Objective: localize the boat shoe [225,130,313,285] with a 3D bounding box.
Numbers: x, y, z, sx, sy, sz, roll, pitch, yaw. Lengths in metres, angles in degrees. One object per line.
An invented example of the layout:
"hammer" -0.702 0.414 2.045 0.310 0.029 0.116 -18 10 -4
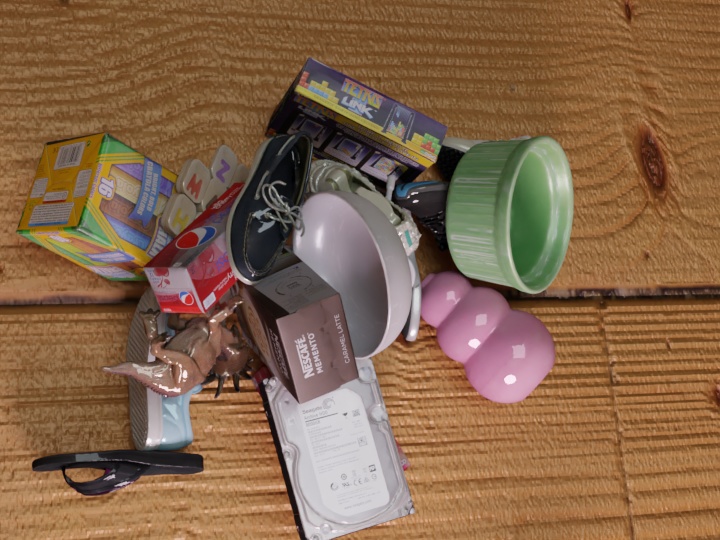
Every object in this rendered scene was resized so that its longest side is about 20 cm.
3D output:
"boat shoe" -0.098 -0.076 1.434 0.075 0.062 0.201 41 50 -31

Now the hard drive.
"hard drive" -0.028 0.208 1.461 0.139 0.038 0.201 -13 80 -19

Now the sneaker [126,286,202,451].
"sneaker" -0.235 0.121 1.508 0.082 0.074 0.201 8 76 -35

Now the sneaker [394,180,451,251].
"sneaker" 0.118 -0.068 1.634 0.200 0.073 0.082 14 80 -47

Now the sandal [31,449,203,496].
"sandal" -0.281 0.238 1.450 0.200 0.075 0.048 4 71 -18

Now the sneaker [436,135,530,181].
"sneaker" 0.196 -0.152 1.730 0.199 0.070 0.094 18 50 -9

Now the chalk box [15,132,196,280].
"chalk box" -0.283 -0.062 1.484 0.200 0.124 0.124 32 64 -44

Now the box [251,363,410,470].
"box" -0.039 0.185 1.534 0.099 0.095 0.200 -29 86 -22

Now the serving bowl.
"serving bowl" 0.000 0.000 1.456 0.066 0.200 0.201 -15 81 -32

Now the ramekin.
"ramekin" 0.191 -0.074 1.599 0.200 0.097 0.201 -15 108 -56

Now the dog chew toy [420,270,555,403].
"dog chew toy" 0.157 0.079 1.621 0.200 0.125 0.125 41 67 4

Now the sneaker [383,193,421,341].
"sneaker" 0.023 -0.002 1.625 0.099 0.071 0.201 -5 77 -12

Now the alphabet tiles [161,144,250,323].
"alphabet tiles" -0.169 -0.044 1.526 0.200 0.015 0.196 48 52 -46

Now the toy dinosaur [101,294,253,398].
"toy dinosaur" -0.196 0.105 1.449 0.200 0.086 0.136 -31 127 -35

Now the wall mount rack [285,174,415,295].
"wall mount rack" -0.023 -0.031 1.563 0.199 0.075 0.175 2 101 13

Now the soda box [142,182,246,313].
"soda box" -0.164 -0.030 1.456 0.200 0.070 0.064 -48 129 -45

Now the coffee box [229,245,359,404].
"coffee box" -0.084 0.055 1.444 0.079 0.200 0.115 -22 115 -16

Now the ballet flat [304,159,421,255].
"ballet flat" -0.005 -0.090 1.516 0.200 0.072 0.072 35 64 27

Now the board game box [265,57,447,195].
"board game box" -0.009 -0.181 1.605 0.199 0.165 0.057 26 69 -11
